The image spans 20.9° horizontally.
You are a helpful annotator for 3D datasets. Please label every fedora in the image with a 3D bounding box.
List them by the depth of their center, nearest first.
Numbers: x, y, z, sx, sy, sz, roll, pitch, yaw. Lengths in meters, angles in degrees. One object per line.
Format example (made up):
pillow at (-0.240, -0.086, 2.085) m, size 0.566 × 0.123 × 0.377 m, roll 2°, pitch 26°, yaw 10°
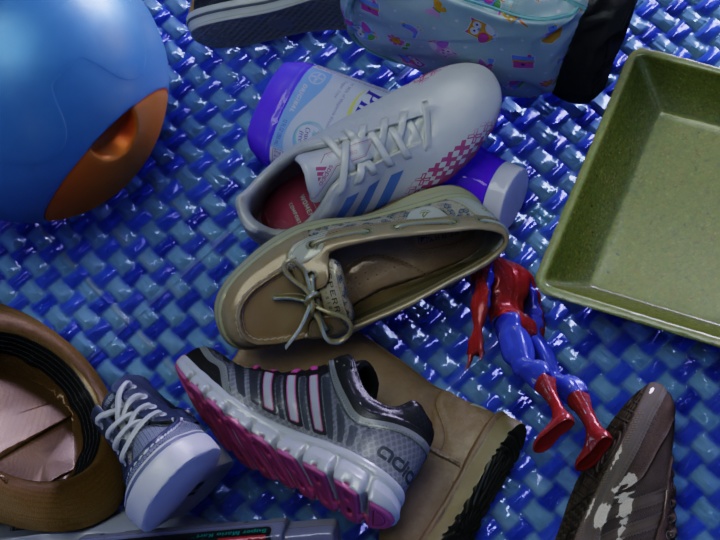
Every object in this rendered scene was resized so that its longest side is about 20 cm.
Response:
fedora at (-0.249, 0.110, 1.312) m, size 0.082 × 0.200 × 0.201 m, roll -40°, pitch 58°, yaw 28°

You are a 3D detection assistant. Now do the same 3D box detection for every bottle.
bottle at (0.020, -0.083, 1.388) m, size 0.200 × 0.065 × 0.084 m, roll 22°, pitch 78°, yaw 21°

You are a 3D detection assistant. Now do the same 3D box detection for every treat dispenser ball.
treat dispenser ball at (-0.237, -0.134, 1.394) m, size 0.201 × 0.201 × 0.201 m, roll -5°, pitch 64°, yaw 10°

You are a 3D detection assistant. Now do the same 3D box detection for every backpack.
backpack at (0.088, -0.197, 1.344) m, size 0.200 × 0.167 × 0.127 m, roll 19°, pitch 60°, yaw 3°

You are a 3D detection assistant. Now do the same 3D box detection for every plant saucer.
plant saucer at (0.246, -0.036, 1.326) m, size 0.199 × 0.048 × 0.200 m, roll 17°, pitch 69°, yaw 20°

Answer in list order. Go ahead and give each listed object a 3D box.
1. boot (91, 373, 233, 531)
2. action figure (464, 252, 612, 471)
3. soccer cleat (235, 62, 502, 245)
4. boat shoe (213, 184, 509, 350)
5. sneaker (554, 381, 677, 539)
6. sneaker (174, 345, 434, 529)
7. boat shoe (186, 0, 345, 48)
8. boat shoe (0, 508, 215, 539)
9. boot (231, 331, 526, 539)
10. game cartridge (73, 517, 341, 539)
boot at (-0.140, 0.111, 1.248) m, size 0.090 × 0.200 × 0.073 m, roll 43°, pitch 84°, yaw 6°
action figure at (0.105, 0.047, 1.301) m, size 0.052 × 0.065 × 0.200 m, roll -50°, pitch 38°, yaw 27°
soccer cleat at (0.005, -0.074, 1.310) m, size 0.200 × 0.086 × 0.070 m, roll -33°, pitch 76°, yaw 12°
boat shoe at (0.000, 0.000, 1.284) m, size 0.200 × 0.073 × 0.063 m, roll -26°, pitch 25°, yaw -11°
sneaker at (0.170, 0.170, 1.246) m, size 0.075 × 0.070 × 0.200 m, roll 29°, pitch 69°, yaw -4°
sneaker at (-0.032, 0.089, 1.251) m, size 0.200 × 0.074 × 0.087 m, roll 25°, pitch 63°, yaw 36°
boat shoe at (-0.035, -0.214, 1.461) m, size 0.200 × 0.075 × 0.062 m, roll -7°, pitch 70°, yaw 15°
boat shoe at (-0.192, 0.202, 1.303) m, size 0.200 × 0.072 × 0.068 m, roll -5°, pitch 97°, yaw -5°
boot at (-0.012, 0.128, 1.301) m, size 0.200 × 0.066 × 0.175 m, roll 25°, pitch 69°, yaw 25°
game cartridge at (-0.104, 0.225, 1.247) m, size 0.200 × 0.130 × 0.038 m, roll -6°, pitch 19°, yaw 10°
